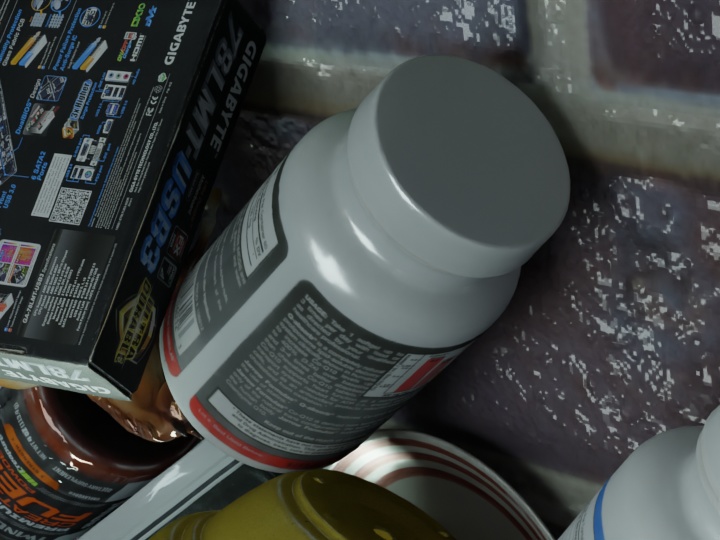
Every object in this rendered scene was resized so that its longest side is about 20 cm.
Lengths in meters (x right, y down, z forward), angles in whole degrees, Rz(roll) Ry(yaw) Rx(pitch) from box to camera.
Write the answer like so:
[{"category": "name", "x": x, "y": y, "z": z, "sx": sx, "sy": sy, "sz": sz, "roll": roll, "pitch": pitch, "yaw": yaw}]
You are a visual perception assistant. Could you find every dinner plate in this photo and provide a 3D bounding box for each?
[{"category": "dinner plate", "x": 0.048, "y": 0.169, "z": 0.989, "sx": 0.200, "sy": 0.024, "sz": 0.200, "roll": 22, "pitch": 122, "yaw": 42}]

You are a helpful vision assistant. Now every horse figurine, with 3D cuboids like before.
[{"category": "horse figurine", "x": -0.152, "y": 0.016, "z": 1.019, "sx": 0.200, "sy": 0.050, "sz": 0.133, "roll": 4, "pitch": 77, "yaw": 22}]

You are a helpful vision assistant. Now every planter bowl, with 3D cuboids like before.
[{"category": "planter bowl", "x": -0.006, "y": 0.147, "z": 0.909, "sx": 0.200, "sy": 0.200, "sz": 0.083, "roll": 38, "pitch": 105, "yaw": 31}]

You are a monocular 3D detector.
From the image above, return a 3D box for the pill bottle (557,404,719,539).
[{"category": "pill bottle", "x": 0.130, "y": 0.133, "z": 0.807, "sx": 0.112, "sy": 0.112, "sz": 0.200, "roll": 51, "pitch": 131, "yaw": 20}]

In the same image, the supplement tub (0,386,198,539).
[{"category": "supplement tub", "x": -0.173, "y": 0.097, "z": 1.140, "sx": 0.200, "sy": 0.107, "sz": 0.107, "roll": -39, "pitch": 77, "yaw": 49}]

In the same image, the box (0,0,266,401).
[{"category": "box", "x": -0.167, "y": -0.048, "z": 0.985, "sx": 0.198, "sy": 0.050, "sz": 0.200, "roll": 6, "pitch": 68, "yaw": 30}]

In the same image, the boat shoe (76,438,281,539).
[{"category": "boat shoe", "x": -0.110, "y": 0.161, "z": 1.070, "sx": 0.200, "sy": 0.072, "sz": 0.071, "roll": -43, "pitch": 76, "yaw": 14}]

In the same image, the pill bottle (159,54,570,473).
[{"category": "pill bottle", "x": 0.000, "y": 0.000, "z": 0.896, "sx": 0.116, "sy": 0.116, "sz": 0.200, "roll": 58, "pitch": 139, "yaw": 12}]
